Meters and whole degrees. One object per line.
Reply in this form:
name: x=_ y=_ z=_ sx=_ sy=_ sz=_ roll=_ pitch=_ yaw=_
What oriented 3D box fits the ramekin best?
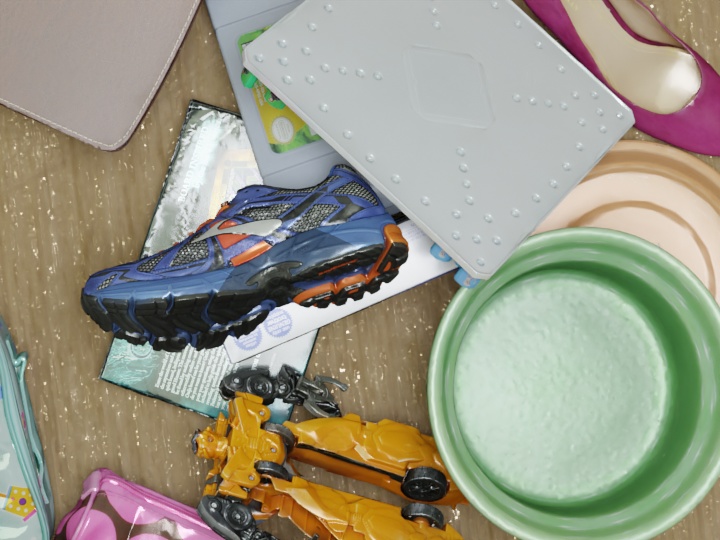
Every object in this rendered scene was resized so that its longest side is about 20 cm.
ramekin: x=0.135 y=0.076 z=1.181 sx=0.198 sy=0.098 sz=0.202 roll=0 pitch=87 yaw=-5

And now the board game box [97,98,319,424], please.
board game box: x=-0.084 y=0.000 z=1.253 sx=0.134 sy=0.028 sz=0.201 roll=19 pitch=90 yaw=-2

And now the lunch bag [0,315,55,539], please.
lunch bag: x=-0.288 y=0.118 z=1.220 sx=0.159 sy=0.077 sz=0.202 roll=-13 pitch=102 yaw=2

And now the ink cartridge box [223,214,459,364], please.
ink cartridge box: x=0.000 y=0.000 z=1.196 sx=0.199 sy=0.094 sz=0.044 roll=-23 pitch=93 yaw=-3

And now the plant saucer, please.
plant saucer: x=0.182 y=0.011 z=1.254 sx=0.199 sy=0.032 sz=0.202 roll=0 pitch=90 yaw=-1

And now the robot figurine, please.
robot figurine: x=-0.018 y=0.143 z=1.204 sx=0.199 sy=0.058 sz=0.146 roll=18 pitch=51 yaw=-12

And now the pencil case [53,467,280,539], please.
pencil case: x=-0.107 y=0.200 z=1.229 sx=0.199 sy=0.091 sz=0.094 roll=21 pitch=126 yaw=-2

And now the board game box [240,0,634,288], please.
board game box: x=0.050 y=-0.108 z=1.155 sx=0.200 sy=0.026 sz=0.200 roll=42 pitch=50 yaw=4

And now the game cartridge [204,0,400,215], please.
game cartridge: x=-0.017 y=-0.124 z=1.211 sx=0.132 sy=0.041 sz=0.201 roll=-18 pitch=65 yaw=-3

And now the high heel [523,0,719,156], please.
high heel: x=0.181 y=-0.143 z=1.219 sx=0.199 sy=0.096 sz=0.068 roll=35 pitch=90 yaw=0

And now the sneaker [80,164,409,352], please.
sneaker: x=-0.073 y=-0.008 z=1.121 sx=0.198 sy=0.076 sz=0.079 roll=-14 pitch=61 yaw=-9

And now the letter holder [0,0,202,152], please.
letter holder: x=-0.172 y=-0.190 z=1.219 sx=0.141 sy=0.101 sz=0.201 roll=23 pitch=91 yaw=-2
